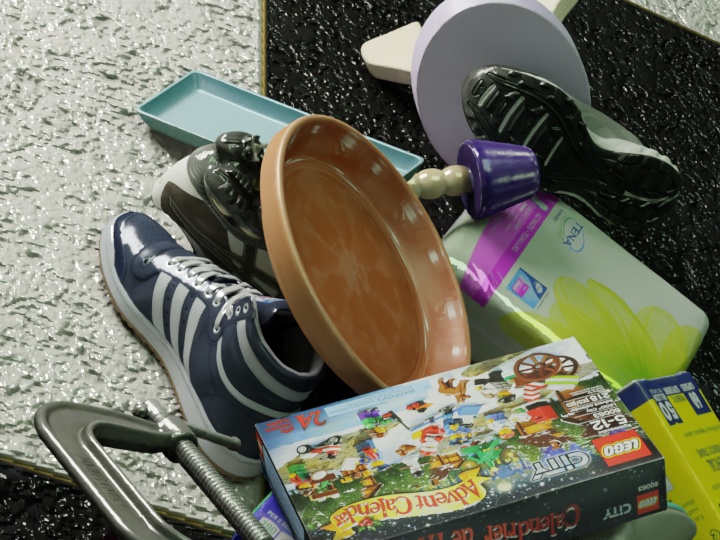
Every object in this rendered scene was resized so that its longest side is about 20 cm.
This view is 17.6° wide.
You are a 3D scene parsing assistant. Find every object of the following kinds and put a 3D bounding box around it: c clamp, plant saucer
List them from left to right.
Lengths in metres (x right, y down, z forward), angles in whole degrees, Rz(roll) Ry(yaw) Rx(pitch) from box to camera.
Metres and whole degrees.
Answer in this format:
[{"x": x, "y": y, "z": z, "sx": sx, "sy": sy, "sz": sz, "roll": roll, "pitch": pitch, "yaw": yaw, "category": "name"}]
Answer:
[{"x": -0.092, "y": 0.118, "z": 1.264, "sx": 0.170, "sy": 0.027, "sz": 0.200, "roll": 21, "pitch": 16, "yaw": -37, "category": "c clamp"}, {"x": -0.056, "y": -0.087, "z": 1.586, "sx": 0.199, "sy": 0.019, "sz": 0.070, "roll": 22, "pitch": 40, "yaw": 28, "category": "plant saucer"}, {"x": 0.000, "y": 0.000, "z": 1.437, "sx": 0.200, "sy": 0.032, "sz": 0.201, "roll": 44, "pitch": 31, "yaw": -35, "category": "plant saucer"}]

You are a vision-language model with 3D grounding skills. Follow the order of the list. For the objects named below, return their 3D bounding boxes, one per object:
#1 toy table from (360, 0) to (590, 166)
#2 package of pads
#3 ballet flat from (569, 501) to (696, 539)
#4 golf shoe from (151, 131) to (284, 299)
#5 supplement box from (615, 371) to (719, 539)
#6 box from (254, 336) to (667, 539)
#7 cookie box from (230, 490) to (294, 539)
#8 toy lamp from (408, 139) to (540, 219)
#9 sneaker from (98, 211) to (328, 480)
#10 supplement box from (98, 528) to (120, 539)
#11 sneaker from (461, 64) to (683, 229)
[{"x": 0.097, "y": -0.165, "z": 1.753, "sx": 0.183, "sy": 0.201, "sz": 0.118, "roll": -14, "pitch": 47, "yaw": -2, "category": "toy table"}, {"x": 0.144, "y": 0.029, "z": 1.665, "sx": 0.200, "sy": 0.068, "sz": 0.155, "roll": 38, "pitch": 38, "yaw": 2, "category": "package of pads"}, {"x": 0.094, "y": 0.171, "z": 1.312, "sx": 0.198, "sy": 0.068, "sz": 0.064, "roll": -1, "pitch": 52, "yaw": -3, "category": "ballet flat"}, {"x": -0.057, "y": -0.010, "z": 1.538, "sx": 0.200, "sy": 0.094, "sz": 0.078, "roll": 51, "pitch": 44, "yaw": -28, "category": "golf shoe"}, {"x": 0.192, "y": 0.175, "z": 1.398, "sx": 0.201, "sy": 0.109, "sz": 0.109, "roll": 60, "pitch": 21, "yaw": 12, "category": "supplement box"}, {"x": 0.054, "y": 0.109, "z": 1.299, "sx": 0.199, "sy": 0.038, "sz": 0.137, "roll": -15, "pitch": 31, "yaw": -11, "category": "box"}, {"x": 0.022, "y": 0.180, "z": 1.399, "sx": 0.171, "sy": 0.075, "sz": 0.200, "roll": 41, "pitch": 36, "yaw": 4, "category": "cookie box"}, {"x": 0.026, "y": -0.056, "z": 1.608, "sx": 0.199, "sy": 0.058, "sz": 0.058, "roll": -8, "pitch": 52, "yaw": -13, "category": "toy lamp"}, {"x": -0.088, "y": 0.019, "z": 1.448, "sx": 0.070, "sy": 0.109, "sz": 0.201, "roll": -5, "pitch": 54, "yaw": -43, "category": "sneaker"}, {"x": -0.138, "y": 0.237, "z": 1.181, "sx": 0.131, "sy": 0.103, "sz": 0.200, "roll": 40, "pitch": 37, "yaw": 8, "category": "supplement box"}, {"x": 0.145, "y": -0.095, "z": 1.699, "sx": 0.200, "sy": 0.074, "sz": 0.079, "roll": 28, "pitch": 15, "yaw": -34, "category": "sneaker"}]
